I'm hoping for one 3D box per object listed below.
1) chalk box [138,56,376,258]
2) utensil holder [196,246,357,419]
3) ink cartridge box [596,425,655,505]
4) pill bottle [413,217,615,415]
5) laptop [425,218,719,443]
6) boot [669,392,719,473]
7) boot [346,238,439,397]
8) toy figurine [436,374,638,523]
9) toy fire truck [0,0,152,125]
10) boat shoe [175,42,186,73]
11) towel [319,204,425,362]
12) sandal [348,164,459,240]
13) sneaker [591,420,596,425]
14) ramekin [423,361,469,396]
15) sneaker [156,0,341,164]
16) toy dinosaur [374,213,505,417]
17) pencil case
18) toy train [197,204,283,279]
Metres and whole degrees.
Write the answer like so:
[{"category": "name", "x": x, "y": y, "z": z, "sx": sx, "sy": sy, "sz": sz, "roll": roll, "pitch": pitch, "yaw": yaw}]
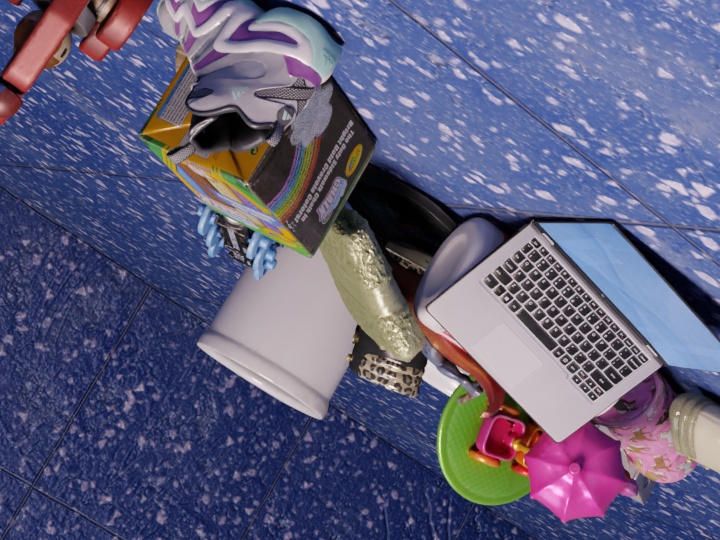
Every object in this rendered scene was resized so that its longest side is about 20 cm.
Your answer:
[{"category": "chalk box", "x": -0.078, "y": -0.104, "z": 1.465, "sx": 0.123, "sy": 0.126, "sz": 0.200, "roll": 25, "pitch": 168, "yaw": 26}, {"category": "utensil holder", "x": -0.068, "y": 0.043, "z": 1.947, "sx": 0.169, "sy": 0.201, "sz": 0.170, "roll": 29, "pitch": 170, "yaw": 6}, {"category": "ink cartridge box", "x": 0.263, "y": 0.187, "z": 2.010, "sx": 0.199, "sy": 0.086, "sz": 0.147, "roll": 26, "pitch": 170, "yaw": 21}, {"category": "pill bottle", "x": 0.157, "y": 0.048, "z": 1.554, "sx": 0.199, "sy": 0.113, "sz": 0.112, "roll": 33, "pitch": 170, "yaw": -15}, {"category": "laptop", "x": 0.188, "y": 0.059, "z": 1.431, "sx": 0.187, "sy": 0.200, "sz": 0.116, "roll": 45, "pitch": -161, "yaw": -18}, {"category": "boot", "x": 0.401, "y": 0.199, "z": 1.697, "sx": 0.154, "sy": 0.072, "sz": 0.200, "roll": 22, "pitch": 162, "yaw": 41}, {"category": "boot", "x": 0.004, "y": 0.027, "z": 1.761, "sx": 0.202, "sy": 0.155, "sz": 0.073, "roll": 24, "pitch": -168, "yaw": 22}, {"category": "toy figurine", "x": 0.200, "y": 0.189, "z": 1.636, "sx": 0.198, "sy": 0.152, "sz": 0.184, "roll": 21, "pitch": -179, "yaw": -28}, {"category": "toy fire truck", "x": -0.270, "y": -0.198, "z": 1.440, "sx": 0.112, "sy": 0.169, "sz": 0.200, "roll": 33, "pitch": 170, "yaw": -16}, {"category": "boat shoe", "x": -0.132, "y": -0.149, "z": 1.577, "sx": 0.071, "sy": 0.065, "sz": 0.200, "roll": 27, "pitch": 170, "yaw": 22}, {"category": "towel", "x": 0.000, "y": 0.000, "z": 1.592, "sx": 0.150, "sy": 0.036, "sz": 0.200, "roll": 65, "pitch": 172, "yaw": -17}, {"category": "sandal", "x": 0.007, "y": -0.069, "z": 1.608, "sx": 0.199, "sy": 0.048, "sz": 0.075, "roll": 30, "pitch": 171, "yaw": 4}, {"category": "sneaker", "x": 0.257, "y": 0.122, "z": 1.828, "sx": 0.082, "sy": 0.073, "sz": 0.200, "roll": 3, "pitch": 164, "yaw": 14}, {"category": "ramekin", "x": 0.131, "y": 0.089, "z": 1.885, "sx": 0.199, "sy": 0.098, "sz": 0.201, "roll": 29, "pitch": 170, "yaw": 6}, {"category": "sneaker", "x": -0.119, "y": -0.146, "z": 1.318, "sx": 0.199, "sy": 0.141, "sz": 0.078, "roll": 20, "pitch": 166, "yaw": 46}, {"category": "toy dinosaur", "x": 0.077, "y": 0.029, "z": 1.626, "sx": 0.182, "sy": 0.105, "sz": 0.200, "roll": 50, "pitch": 176, "yaw": -12}, {"category": "pencil case", "x": 0.296, "y": 0.156, "z": 1.760, "sx": 0.083, "sy": 0.087, "sz": 0.200, "roll": 39, "pitch": 175, "yaw": 35}, {"category": "toy train", "x": -0.114, "y": -0.064, "z": 1.804, "sx": 0.086, "sy": 0.115, "sz": 0.200, "roll": 26, "pitch": 170, "yaw": 6}]
